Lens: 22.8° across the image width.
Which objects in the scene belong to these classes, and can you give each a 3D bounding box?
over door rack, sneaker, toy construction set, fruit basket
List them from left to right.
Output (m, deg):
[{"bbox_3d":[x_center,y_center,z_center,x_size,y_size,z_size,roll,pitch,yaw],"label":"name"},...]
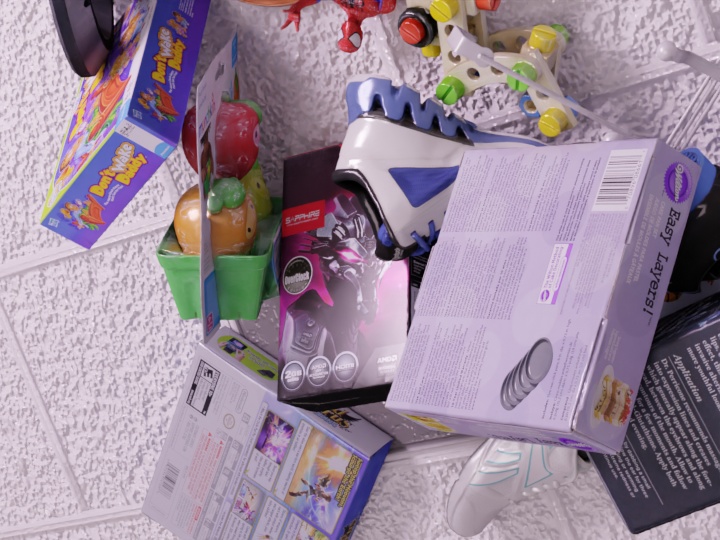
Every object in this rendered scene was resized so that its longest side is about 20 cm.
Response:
[{"bbox_3d":[-0.098,-0.069,1.364,0.094,0.185,0.200,7,112,3],"label":"fruit basket"},{"bbox_3d":[0.064,-0.049,1.269,0.199,0.081,0.115,22,80,-2],"label":"sneaker"},{"bbox_3d":[0.091,-0.196,1.236,0.131,0.092,0.200,12,115,30],"label":"toy construction set"},{"bbox_3d":[0.132,0.145,1.368,0.080,0.070,0.200,37,124,10],"label":"sneaker"},{"bbox_3d":[0.174,-0.160,1.163,0.200,0.067,0.148,29,104,-3],"label":"over door rack"},{"bbox_3d":[0.188,-0.008,1.188,0.078,0.070,0.200,36,145,-14],"label":"sneaker"}]

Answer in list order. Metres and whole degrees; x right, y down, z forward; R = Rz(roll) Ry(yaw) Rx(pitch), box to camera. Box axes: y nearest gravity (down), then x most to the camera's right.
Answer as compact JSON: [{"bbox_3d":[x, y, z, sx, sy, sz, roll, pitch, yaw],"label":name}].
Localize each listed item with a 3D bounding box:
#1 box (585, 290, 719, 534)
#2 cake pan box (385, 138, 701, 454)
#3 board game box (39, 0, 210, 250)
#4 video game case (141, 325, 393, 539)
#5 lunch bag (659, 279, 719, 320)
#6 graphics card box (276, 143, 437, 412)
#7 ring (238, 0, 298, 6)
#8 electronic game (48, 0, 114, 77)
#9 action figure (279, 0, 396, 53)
[{"bbox_3d":[0.252,0.065,1.115,0.200,0.148,0.107,-29,89,37],"label":"box"},{"bbox_3d":[0.113,0.010,1.132,0.184,0.052,0.200,0,68,51],"label":"cake pan box"},{"bbox_3d":[-0.178,-0.131,1.370,0.045,0.200,0.134,29,129,-21],"label":"board game box"},{"bbox_3d":[-0.084,0.177,1.530,0.181,0.045,0.200,33,124,18],"label":"video game case"},{"bbox_3d":[0.273,0.004,1.219,0.200,0.076,0.161,-16,98,36],"label":"lunch bag"},{"bbox_3d":[0.000,0.000,1.340,0.125,0.051,0.200,-11,71,35],"label":"graphics card box"},{"bbox_3d":[-0.076,-0.299,1.344,0.200,0.019,0.201,12,115,28],"label":"ring"},{"bbox_3d":[-0.223,-0.247,1.361,0.042,0.200,0.200,-8,108,1],"label":"electronic game"},{"bbox_3d":[-0.004,-0.237,1.259,0.065,0.099,0.200,16,123,13],"label":"action figure"}]
